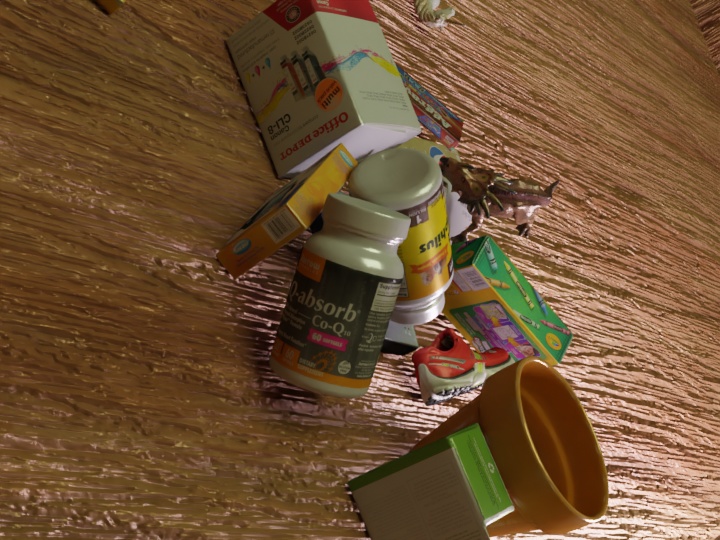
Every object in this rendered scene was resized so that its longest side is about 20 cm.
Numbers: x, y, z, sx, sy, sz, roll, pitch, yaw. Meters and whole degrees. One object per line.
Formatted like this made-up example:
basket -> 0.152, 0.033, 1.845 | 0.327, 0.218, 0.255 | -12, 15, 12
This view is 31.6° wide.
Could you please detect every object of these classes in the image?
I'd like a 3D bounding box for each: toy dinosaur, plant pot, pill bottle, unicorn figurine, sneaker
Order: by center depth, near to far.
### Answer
pill bottle -> -0.019, 0.026, 1.366 | 0.116, 0.116, 0.201 | 6, 103, -54
plant pot -> 0.161, 0.228, 1.488 | 0.200, 0.183, 0.201 | 42, 33, -35
pill bottle -> 0.051, -0.035, 1.493 | 0.110, 0.108, 0.201 | -77, 162, -48
sneaker -> 0.133, 0.113, 1.650 | 0.200, 0.077, 0.085 | -9, 73, -58
toy dinosaur -> 0.192, -0.097, 1.683 | 0.198, 0.136, 0.086 | -4, 72, -17
unicorn figurine -> 0.107, -0.475, 2.105 | 0.200, 0.074, 0.137 | 43, 42, -2

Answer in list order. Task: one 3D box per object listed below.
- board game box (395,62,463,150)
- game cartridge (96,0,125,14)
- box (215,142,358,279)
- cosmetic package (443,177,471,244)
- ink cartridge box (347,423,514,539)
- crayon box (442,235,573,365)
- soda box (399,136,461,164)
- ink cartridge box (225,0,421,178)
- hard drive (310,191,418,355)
board game box -> 0.068, -0.259, 1.849 | 0.200, 0.019, 0.103 | 39, 25, -10
game cartridge -> -0.328, -0.409, 1.441 | 0.200, 0.032, 0.177 | 41, 36, -27
box -> -0.077, -0.075, 1.450 | 0.042, 0.119, 0.200 | 49, 32, -11
cosmetic package -> 0.091, -0.084, 1.706 | 0.200, 0.050, 0.083 | 24, 78, -61
ink cartridge box -> 0.095, 0.290, 1.382 | 0.076, 0.147, 0.201 | -11, 75, -58
crayon box -> 0.180, 0.050, 1.719 | 0.200, 0.118, 0.058 | 47, 55, -22
soda box -> 0.069, -0.142, 1.775 | 0.199, 0.064, 0.068 | 9, 58, -54
ink cartridge box -> -0.045, -0.231, 1.598 | 0.144, 0.145, 0.201 | -4, 69, -56
hard drive -> 0.000, 0.000, 1.588 | 0.139, 0.033, 0.201 | 17, 52, -49
